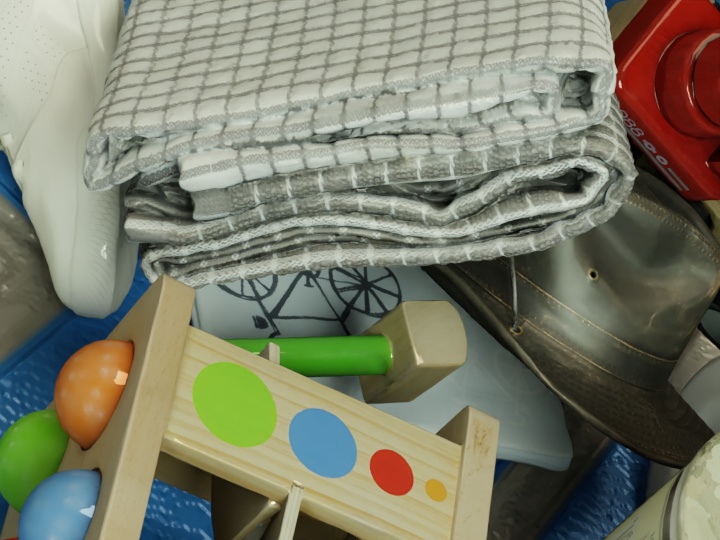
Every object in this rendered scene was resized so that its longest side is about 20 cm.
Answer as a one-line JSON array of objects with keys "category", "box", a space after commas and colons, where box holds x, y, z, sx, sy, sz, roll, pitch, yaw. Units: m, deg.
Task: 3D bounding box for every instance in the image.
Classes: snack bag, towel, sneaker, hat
[{"category": "snack bag", "box": [0.000, 0.000, 1.053, 0.188, 0.021, 0.201, 10, 49, -31]}, {"category": "towel", "box": [0.001, -0.063, 0.926, 0.199, 0.086, 0.166, -10, 28, 6]}, {"category": "sneaker", "box": [-0.138, -0.071, 0.995, 0.088, 0.075, 0.201, -5, 67, -3]}, {"category": "hat", "box": [0.096, -0.007, 0.992, 0.200, 0.081, 0.201, 37, 11, -9]}]

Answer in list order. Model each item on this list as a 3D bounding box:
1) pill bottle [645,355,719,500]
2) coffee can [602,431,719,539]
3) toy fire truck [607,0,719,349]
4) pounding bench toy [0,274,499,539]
[{"category": "pill bottle", "box": [0.239, 0.112, 1.078, 0.199, 0.113, 0.114, 17, 46, -25]}, {"category": "coffee can", "box": [0.118, 0.168, 0.870, 0.146, 0.200, 0.147, 21, 45, -22]}, {"category": "toy fire truck", "box": [0.202, -0.055, 1.016, 0.176, 0.200, 0.129, 46, 72, -19]}, {"category": "pounding bench toy", "box": [-0.049, 0.072, 0.870, 0.155, 0.124, 0.201, 25, 49, -18]}]
